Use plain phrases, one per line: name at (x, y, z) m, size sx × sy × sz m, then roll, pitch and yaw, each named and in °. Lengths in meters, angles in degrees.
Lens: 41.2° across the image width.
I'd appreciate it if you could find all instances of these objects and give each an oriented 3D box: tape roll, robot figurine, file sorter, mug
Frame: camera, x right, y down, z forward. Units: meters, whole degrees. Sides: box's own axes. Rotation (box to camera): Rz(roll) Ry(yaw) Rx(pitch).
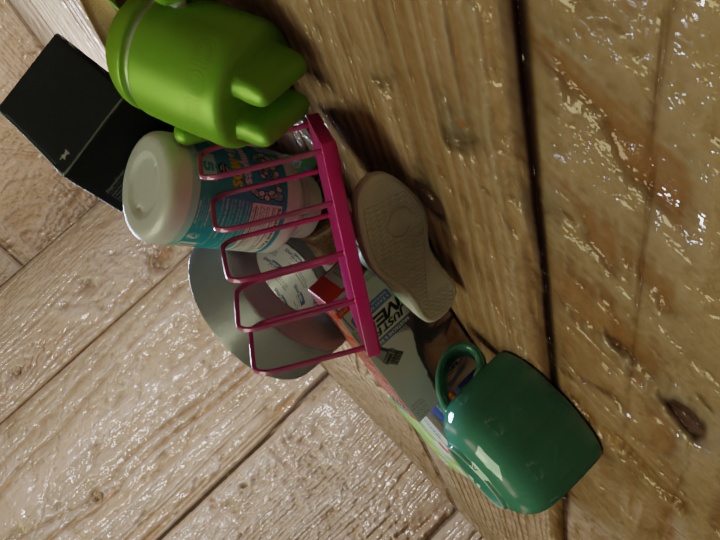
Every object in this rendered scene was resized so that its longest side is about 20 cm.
tape roll at (-0.102, 0.023, 1.113) m, size 0.200 × 0.066 × 0.201 m, roll 37°, pitch -150°, yaw -25°
robot figurine at (-0.143, -0.183, 0.858) m, size 0.198 × 0.116 × 0.177 m, roll 24°, pitch 142°, yaw 23°
file sorter at (-0.069, -0.023, 0.894) m, size 0.139 × 0.124 × 0.202 m, roll -115°, pitch 12°, yaw -70°
mug at (0.154, 0.176, 1.029) m, size 0.153 × 0.114 × 0.185 m, roll 53°, pitch 169°, yaw -28°

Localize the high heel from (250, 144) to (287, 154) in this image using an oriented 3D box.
high heel at (-0.159, -0.158, 1.229) m, size 0.199 × 0.068 × 0.096 m, roll 39°, pitch 178°, yaw 21°

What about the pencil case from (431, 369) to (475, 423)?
pencil case at (0.107, 0.138, 1.205) m, size 0.077 × 0.088 × 0.200 m, roll 8°, pitch -158°, yaw -40°

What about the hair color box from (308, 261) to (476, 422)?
hair color box at (0.043, 0.063, 1.094) m, size 0.201 × 0.111 × 0.064 m, roll 53°, pitch 169°, yaw -31°

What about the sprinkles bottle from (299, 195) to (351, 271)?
sprinkles bottle at (0.000, 0.000, 1.135) m, size 0.068 × 0.068 × 0.200 m, roll 36°, pitch 168°, yaw 50°

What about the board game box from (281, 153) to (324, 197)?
board game box at (-0.120, -0.095, 1.169) m, size 0.198 × 0.029 × 0.135 m, roll 10°, pitch 152°, yaw 25°

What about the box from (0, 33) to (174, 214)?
box at (-0.265, -0.140, 1.053) m, size 0.148 × 0.107 × 0.200 m, roll 40°, pitch -178°, yaw 32°

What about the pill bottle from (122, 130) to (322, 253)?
pill bottle at (-0.138, -0.077, 1.001) m, size 0.198 × 0.112 × 0.111 m, roll 4°, pitch -156°, yaw -41°

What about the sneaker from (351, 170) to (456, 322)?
sneaker at (0.014, -0.037, 0.934) m, size 0.118 × 0.074 × 0.201 m, roll 39°, pitch 167°, yaw 40°

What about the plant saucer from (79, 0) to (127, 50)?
plant saucer at (-0.259, -0.280, 1.008) m, size 0.201 × 0.035 × 0.201 m, roll 53°, pitch 163°, yaw 24°

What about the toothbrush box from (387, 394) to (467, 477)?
toothbrush box at (0.134, 0.212, 1.354) m, size 0.146 × 0.086 × 0.200 m, roll 49°, pitch 169°, yaw -8°
